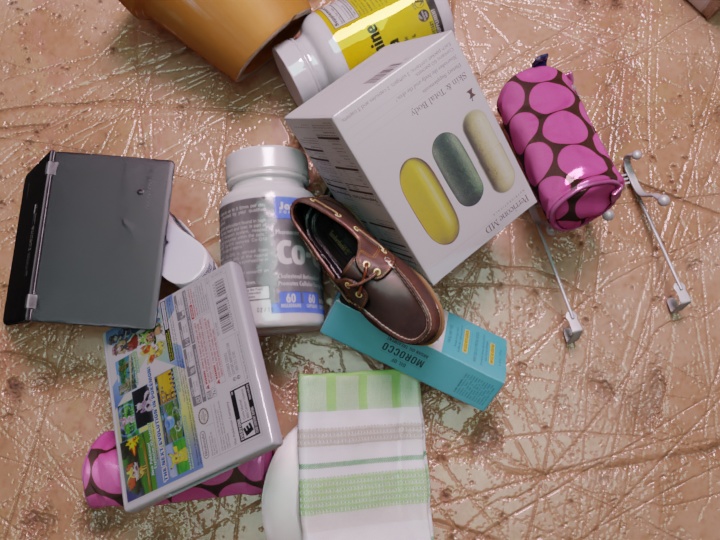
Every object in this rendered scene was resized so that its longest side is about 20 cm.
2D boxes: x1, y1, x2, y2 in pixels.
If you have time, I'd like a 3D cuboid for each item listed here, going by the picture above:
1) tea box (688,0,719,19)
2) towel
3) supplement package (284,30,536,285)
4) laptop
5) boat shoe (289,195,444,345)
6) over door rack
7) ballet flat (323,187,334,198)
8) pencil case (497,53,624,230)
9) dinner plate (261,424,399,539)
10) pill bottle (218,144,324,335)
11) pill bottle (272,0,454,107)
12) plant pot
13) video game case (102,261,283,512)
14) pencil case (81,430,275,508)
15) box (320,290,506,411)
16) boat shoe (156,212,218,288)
[{"bbox_3d":[0.473,-0.446,0.826,0.197,0.200,0.134,-42,83,-6],"label":"tea box"},{"bbox_3d":[0.007,0.205,0.737,0.149,0.031,0.200,1,81,-25],"label":"towel"},{"bbox_3d":[0.052,-0.119,0.747,0.152,0.151,0.200,-38,113,-12],"label":"supplement package"},{"bbox_3d":[-0.313,-0.028,0.799,0.116,0.200,0.188,12,77,-35],"label":"laptop"},{"bbox_3d":[0.000,0.000,0.707,0.200,0.070,0.070,45,106,24],"label":"boat shoe"},{"bbox_3d":[0.289,-0.032,0.820,0.148,0.067,0.200,-15,80,-2],"label":"over door rack"},{"bbox_3d":[-0.007,-0.104,0.834,0.066,0.057,0.200,18,84,0],"label":"ballet flat"},{"bbox_3d":[0.223,-0.142,0.786,0.094,0.091,0.200,-12,57,0],"label":"pencil case"},{"bbox_3d":[-0.007,0.244,0.754,0.200,0.024,0.201,5,78,-24],"label":"dinner plate"},{"bbox_3d":[-0.101,-0.031,0.794,0.114,0.114,0.200,-4,81,-1],"label":"pill bottle"},{"bbox_3d":[0.002,-0.271,0.837,0.200,0.112,0.113,-29,81,-5],"label":"pill bottle"},{"bbox_3d":[-0.162,-0.332,0.819,0.200,0.200,0.183,-44,99,-7],"label":"plant pot"},{"bbox_3d":[-0.177,0.115,0.711,0.182,0.022,0.200,-28,61,17],"label":"video game case"},{"bbox_3d":[-0.194,0.207,0.768,0.200,0.094,0.091,-3,125,-1],"label":"pencil case"},{"bbox_3d":[0.062,0.072,0.778,0.200,0.082,0.049,26,122,-3],"label":"box"},{"bbox_3d":[-0.230,-0.036,0.818,0.200,0.068,0.072,36,77,28],"label":"boat shoe"}]
